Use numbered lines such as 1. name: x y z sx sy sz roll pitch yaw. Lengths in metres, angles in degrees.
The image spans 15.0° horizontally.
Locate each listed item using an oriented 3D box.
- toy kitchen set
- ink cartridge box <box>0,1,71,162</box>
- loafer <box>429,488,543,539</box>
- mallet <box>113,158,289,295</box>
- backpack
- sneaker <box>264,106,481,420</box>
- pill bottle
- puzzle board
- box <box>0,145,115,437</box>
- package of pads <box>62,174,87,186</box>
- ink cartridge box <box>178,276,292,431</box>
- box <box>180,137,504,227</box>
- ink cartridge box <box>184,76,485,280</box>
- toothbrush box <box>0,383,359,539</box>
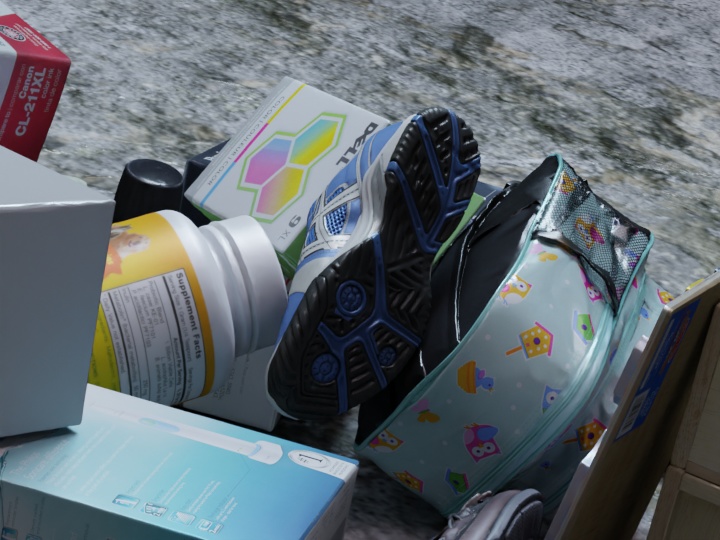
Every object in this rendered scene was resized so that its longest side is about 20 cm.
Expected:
1. toy kitchen set: 0.286 0.110 1.574 0.162 0.182 0.200 21 20 21
2. ink cartridge box: -0.314 -0.142 1.777 0.199 0.083 0.146 5 25 -45
3. loafer: 0.046 0.161 1.452 0.063 0.072 0.200 13 22 15
4. mallet: -0.077 0.011 1.644 0.200 0.066 0.041 39 33 22
5. backpack: 0.090 0.056 1.609 0.153 0.176 0.200 44 35 -2
6. sneaker: 0.000 0.000 1.555 0.076 0.201 0.077 41 -24 -26
7. pill bottle: -0.146 0.031 1.550 0.199 0.110 0.109 -16 29 -20
8. puzzle board: 0.156 0.087 1.522 0.017 0.201 0.151 30 24 19
9. box: -0.233 -0.005 1.410 0.097 0.125 0.199 -6 23 -45
10. package of pads: -0.293 -0.026 1.719 0.199 0.069 0.154 7 16 21
11. ink cartridge box: -0.092 0.038 1.703 0.199 0.068 0.116 15 20 7
12. box: -0.010 -0.014 1.843 0.199 0.108 0.148 18 21 16
13. ink cartridge box: -0.019 -0.045 1.670 0.059 0.104 0.200 44 -7 -31
14. toothbrush box: -0.118 0.131 1.401 0.199 0.086 0.146 16 20 9
